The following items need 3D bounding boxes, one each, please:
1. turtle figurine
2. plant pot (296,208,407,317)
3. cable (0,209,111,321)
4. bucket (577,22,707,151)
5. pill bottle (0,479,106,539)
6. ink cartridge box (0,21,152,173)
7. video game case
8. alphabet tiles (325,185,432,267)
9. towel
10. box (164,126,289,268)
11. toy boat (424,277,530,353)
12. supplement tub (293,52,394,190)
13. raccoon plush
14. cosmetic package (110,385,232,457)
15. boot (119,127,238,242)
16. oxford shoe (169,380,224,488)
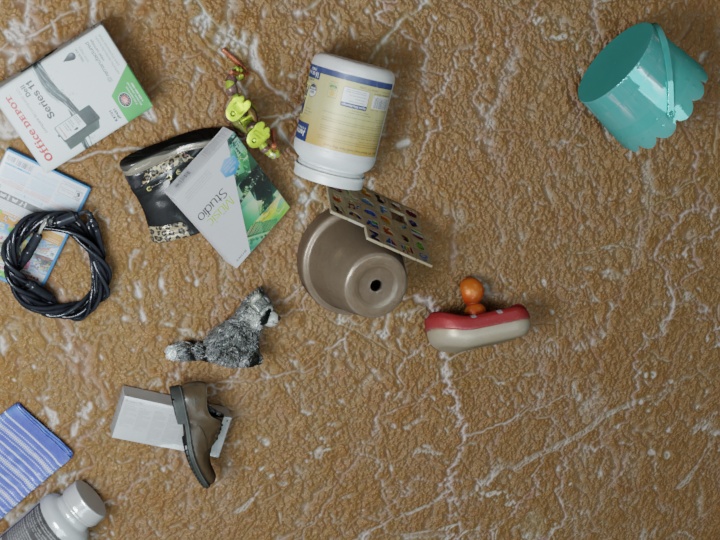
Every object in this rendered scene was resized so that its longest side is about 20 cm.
[{"bbox_3d":[-0.188,-0.255,1.496,0.064,0.161,0.202,-23,106,1],"label":"turtle figurine"},{"bbox_3d":[0.000,0.000,1.620,0.197,0.175,0.204,-5,109,-15],"label":"plant pot"},{"bbox_3d":[-0.490,0.002,1.511,0.161,0.051,0.203,-18,122,-25],"label":"cable"},{"bbox_3d":[0.498,-0.331,1.664,0.134,0.207,0.208,36,94,-18],"label":"bucket"},{"bbox_3d":[-0.546,0.462,1.626,0.199,0.111,0.111,-41,115,-2],"label":"pill bottle"},{"bbox_3d":[-0.443,-0.267,1.438,0.199,0.083,0.148,-33,114,-4],"label":"ink cartridge box"},{"bbox_3d":[-0.544,-0.077,1.504,0.142,0.018,0.202,25,98,-24],"label":"video game case"},{"bbox_3d":[0.029,-0.091,1.608,0.198,0.168,0.008,22,121,-23],"label":"alphabet tiles"},{"bbox_3d":[-0.617,0.339,1.612,0.199,0.024,0.145,-41,114,-2],"label":"towel"},{"bbox_3d":[-0.214,-0.116,1.535,0.145,0.036,0.200,-49,139,-12],"label":"box"},{"bbox_3d":[0.215,0.078,1.760,0.197,0.131,0.133,-10,80,-15],"label":"toy boat"},{"bbox_3d":[-0.031,-0.247,1.545,0.142,0.144,0.203,9,104,-20],"label":"supplement tub"},{"bbox_3d":[-0.239,0.095,1.623,0.197,0.097,0.136,0,100,-18],"label":"raccoon plush"},{"bbox_3d":[-0.338,0.270,1.665,0.197,0.051,0.084,16,104,-22],"label":"cosmetic package"},{"bbox_3d":[-0.282,-0.142,1.538,0.198,0.073,0.153,-22,118,-19],"label":"boot"},{"bbox_3d":[-0.272,0.288,1.625,0.083,0.073,0.203,-14,112,-16],"label":"oxford shoe"}]
